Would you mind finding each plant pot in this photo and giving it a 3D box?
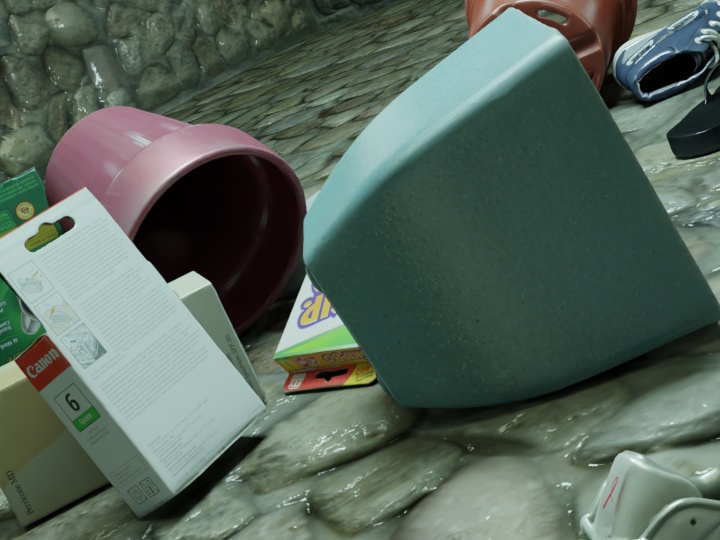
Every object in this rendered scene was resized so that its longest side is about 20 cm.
[{"bbox_3d":[0.074,-0.023,0.835,0.200,0.196,0.196,-32,14,6],"label":"plant pot"},{"bbox_3d":[-0.176,-0.053,1.155,0.200,0.200,0.179,-32,46,-27],"label":"plant pot"},{"bbox_3d":[0.203,-0.260,1.462,0.201,0.201,0.195,-17,25,22],"label":"plant pot"}]

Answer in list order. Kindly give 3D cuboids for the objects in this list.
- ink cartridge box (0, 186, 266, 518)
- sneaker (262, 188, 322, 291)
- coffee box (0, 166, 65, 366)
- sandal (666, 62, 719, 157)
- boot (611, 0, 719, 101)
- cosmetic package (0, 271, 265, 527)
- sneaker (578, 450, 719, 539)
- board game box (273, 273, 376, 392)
[{"bbox_3d":[-0.166,0.053,0.884,0.050,0.200,0.109,-37,3,42],"label":"ink cartridge box"},{"bbox_3d":[0.001,-0.050,1.226,0.200,0.075,0.115,-19,18,28],"label":"sneaker"},{"bbox_3d":[-0.310,0.021,1.219,0.123,0.200,0.044,-29,10,-13],"label":"coffee box"},{"bbox_3d":[0.334,-0.160,1.168,0.076,0.043,0.200,-10,20,40],"label":"sandal"},{"bbox_3d":[0.361,-0.235,1.358,0.200,0.073,0.090,-30,21,8],"label":"boot"},{"bbox_3d":[-0.184,0.092,0.972,0.200,0.105,0.071,-29,14,-13],"label":"cosmetic package"},{"bbox_3d":[0.094,0.117,0.471,0.200,0.099,0.078,-29,16,-21],"label":"sneaker"},{"bbox_3d":[0.000,0.000,0.995,0.095,0.030,0.200,-11,50,41],"label":"board game box"}]
